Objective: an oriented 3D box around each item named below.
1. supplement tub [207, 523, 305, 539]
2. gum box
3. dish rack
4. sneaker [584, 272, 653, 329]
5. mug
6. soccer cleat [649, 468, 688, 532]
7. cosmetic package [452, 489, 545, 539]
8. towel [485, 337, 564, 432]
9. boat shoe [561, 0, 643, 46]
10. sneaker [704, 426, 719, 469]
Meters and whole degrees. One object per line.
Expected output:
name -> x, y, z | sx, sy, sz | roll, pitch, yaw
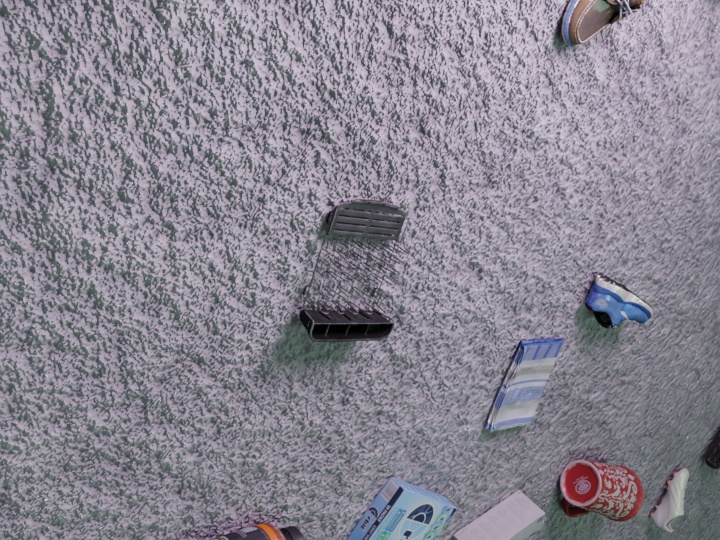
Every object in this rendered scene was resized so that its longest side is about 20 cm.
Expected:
supplement tub -> -0.178, 0.451, 1.152 | 0.199, 0.107, 0.108 | -4, 118, -38
gum box -> 0.075, 0.490, 1.434 | 0.200, 0.045, 0.170 | 34, 92, -45
dish rack -> 0.000, 0.000, 1.063 | 0.153, 0.054, 0.201 | 2, 114, -42
sneaker -> 0.519, 0.074, 1.540 | 0.199, 0.079, 0.089 | 23, 107, -37
mug -> 0.567, 0.544, 1.824 | 0.199, 0.133, 0.178 | 25, 96, -42
soccer cleat -> 0.942, 0.685, 2.260 | 0.069, 0.077, 0.201 | 6, 111, -42
cosmetic package -> 0.301, 0.565, 1.646 | 0.199, 0.082, 0.051 | -23, 131, -27
towel -> 0.329, 0.227, 1.502 | 0.146, 0.024, 0.201 | 1, 114, -41
boat shoe -> 0.379, -0.409, 1.115 | 0.200, 0.072, 0.072 | -50, 136, -4
sneaker -> 1.135, 0.521, 2.340 | 0.201, 0.070, 0.090 | -59, 151, 6
